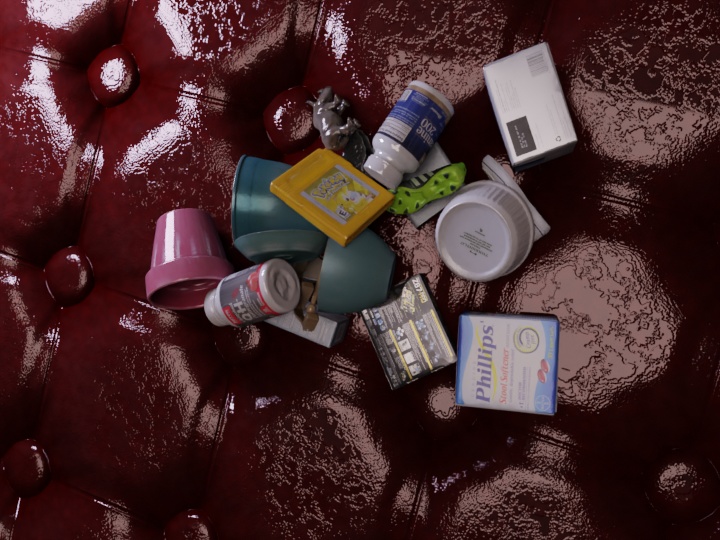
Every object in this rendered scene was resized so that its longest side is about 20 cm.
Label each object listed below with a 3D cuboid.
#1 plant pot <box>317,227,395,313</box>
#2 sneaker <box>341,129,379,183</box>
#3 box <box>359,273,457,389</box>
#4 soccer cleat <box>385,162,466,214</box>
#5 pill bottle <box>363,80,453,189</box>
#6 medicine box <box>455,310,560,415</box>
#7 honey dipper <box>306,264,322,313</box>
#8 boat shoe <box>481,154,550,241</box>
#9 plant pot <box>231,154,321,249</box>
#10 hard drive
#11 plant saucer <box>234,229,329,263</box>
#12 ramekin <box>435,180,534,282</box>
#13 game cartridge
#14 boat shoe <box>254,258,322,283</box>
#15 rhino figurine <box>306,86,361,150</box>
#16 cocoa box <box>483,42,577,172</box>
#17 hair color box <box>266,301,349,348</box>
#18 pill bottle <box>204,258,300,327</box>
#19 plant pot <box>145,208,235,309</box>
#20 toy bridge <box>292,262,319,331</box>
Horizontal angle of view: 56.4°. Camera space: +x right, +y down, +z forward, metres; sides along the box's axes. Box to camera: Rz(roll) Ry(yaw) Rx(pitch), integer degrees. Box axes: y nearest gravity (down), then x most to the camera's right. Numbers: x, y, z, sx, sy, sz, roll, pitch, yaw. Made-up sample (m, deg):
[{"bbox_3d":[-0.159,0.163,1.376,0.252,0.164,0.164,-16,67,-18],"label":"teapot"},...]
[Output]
[{"bbox_3d":[0.000,0.000,1.386,0.132,0.200,0.205,12,93,6],"label":"plant pot"},{"bbox_3d":[-0.016,-0.194,1.456,0.103,0.060,0.203,33,112,21],"label":"sneaker"},{"bbox_3d":[0.101,0.130,1.439,0.159,0.049,0.203,-27,83,16],"label":"box"},{"bbox_3d":[0.132,-0.169,1.389,0.197,0.081,0.068,-16,108,35],"label":"soccer cleat"},{"bbox_3d":[0.094,-0.271,1.363,0.110,0.111,0.202,33,88,12],"label":"pill bottle"},{"bbox_3d":[0.297,0.183,1.358,0.196,0.103,0.187,3,91,14],"label":"medicine box"},{"bbox_3d":[-0.080,0.002,1.444,0.037,0.038,0.203,7,63,14],"label":"honey dipper"},{"bbox_3d":[0.302,-0.141,1.369,0.067,0.073,0.201,-39,81,11],"label":"boat shoe"},{"bbox_3d":[-0.165,-0.139,1.443,0.184,0.200,0.205,5,91,2],"label":"plant pot"},{"bbox_3d":[0.122,-0.213,1.439,0.139,0.033,0.202,-35,81,13],"label":"hard drive"},{"bbox_3d":[-0.154,-0.043,1.352,0.196,0.200,0.037,-7,81,15],"label":"plant saucer"},{"bbox_3d":[0.241,-0.072,1.342,0.199,0.094,0.207,10,111,26],"label":"ramekin"},{"bbox_3d":[-0.055,-0.157,1.356,0.199,0.176,0.033,37,142,13],"label":"game cartridge"},{"bbox_3d":[-0.158,-0.014,1.511,0.197,0.057,0.068,20,60,10],"label":"boat shoe"},{"bbox_3d":[-0.066,-0.334,1.445,0.087,0.059,0.202,-42,47,20],"label":"rhino figurine"},{"bbox_3d":[0.335,-0.316,1.330,0.131,0.131,0.204,-18,86,14],"label":"cocoa box"},{"bbox_3d":[-0.133,0.101,1.475,0.197,0.099,0.062,21,97,14],"label":"hair color box"},{"bbox_3d":[-0.227,0.054,1.382,0.197,0.110,0.113,-19,85,34],"label":"pill bottle"},{"bbox_3d":[-0.385,-0.030,1.506,0.196,0.200,0.183,-16,71,14],"label":"plant pot"},{"bbox_3d":[-0.121,0.054,1.398,0.027,0.202,0.068,12,126,-23],"label":"toy bridge"}]
